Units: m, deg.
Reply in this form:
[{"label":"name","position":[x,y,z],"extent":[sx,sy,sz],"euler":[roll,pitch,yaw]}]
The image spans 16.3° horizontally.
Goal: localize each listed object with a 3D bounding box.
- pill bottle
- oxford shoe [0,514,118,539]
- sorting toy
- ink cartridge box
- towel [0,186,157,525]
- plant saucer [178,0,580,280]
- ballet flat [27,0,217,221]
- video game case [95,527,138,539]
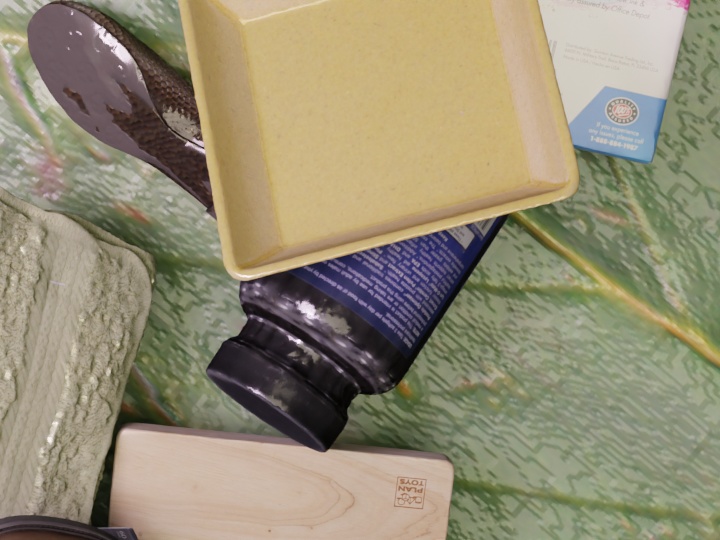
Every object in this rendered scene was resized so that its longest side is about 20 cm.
[{"label":"pill bottle","position":[0.000,0.000,1.456],"extent":[0.112,0.112,0.200],"euler":[35,78,-6]},{"label":"oxford shoe","position":[-0.141,0.201,1.393],"extent":[0.073,0.084,0.200],"euler":[-44,127,9]},{"label":"sorting toy","position":[-0.055,0.193,1.516],"extent":[0.199,0.070,0.199],"euler":[6,100,-4]},{"label":"ink cartridge box","position":[0.135,-0.174,1.486],"extent":[0.116,0.067,0.201],"euler":[13,96,-5]},{"label":"towel","position":[-0.194,0.062,1.424],"extent":[0.148,0.036,0.201],"euler":[22,79,-37]},{"label":"plant saucer","position":[0.010,-0.099,1.404],"extent":[0.199,0.048,0.201],"euler":[-14,67,7]},{"label":"ballet flat","position":[-0.114,-0.092,1.500],"extent":[0.200,0.046,0.067],"euler":[38,125,-1]},{"label":"video game case","position":[-0.235,0.206,1.417],"extent":[0.199,0.019,0.143],"euler":[3,121,-26]}]
